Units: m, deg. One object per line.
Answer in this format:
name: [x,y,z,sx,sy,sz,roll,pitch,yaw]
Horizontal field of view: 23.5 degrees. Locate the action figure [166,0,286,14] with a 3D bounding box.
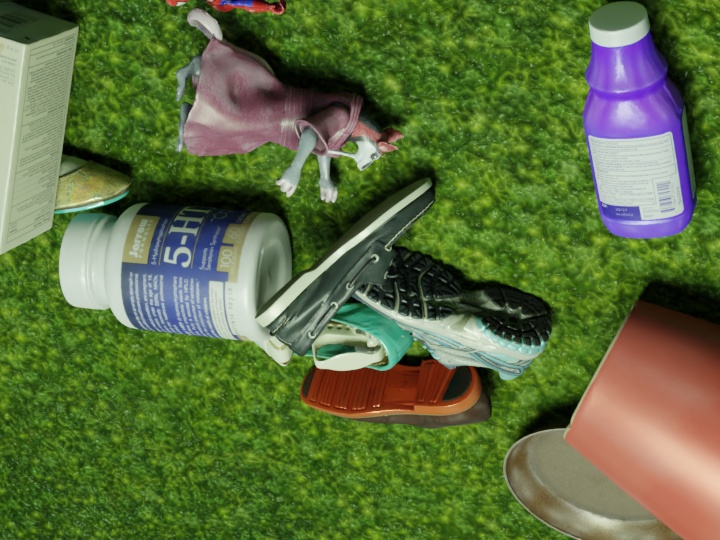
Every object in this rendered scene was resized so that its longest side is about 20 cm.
action figure: [-0.077,-0.246,1.429,0.198,0.052,0.066,-7,130,28]

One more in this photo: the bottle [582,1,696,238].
bottle: [0.223,-0.121,1.408,0.083,0.066,0.201,-2,128,21]

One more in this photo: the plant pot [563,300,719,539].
plant pot: [0.288,0.129,1.525,0.176,0.201,0.201,28,134,10]

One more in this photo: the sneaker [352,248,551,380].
sneaker: [0.072,0.051,1.606,0.198,0.078,0.087,22,137,2]

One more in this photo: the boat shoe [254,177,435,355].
boat shoe: [0.000,0.000,1.541,0.199,0.075,0.066,-41,97,-2]

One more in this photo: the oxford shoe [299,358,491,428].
oxford shoe: [0.034,0.128,1.692,0.198,0.072,0.073,2,148,30]

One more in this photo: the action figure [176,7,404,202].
action figure: [-0.059,-0.137,1.503,0.198,0.134,0.150,6,90,-1]

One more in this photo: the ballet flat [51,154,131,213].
ballet flat: [-0.312,-0.081,1.648,0.198,0.071,0.071,-11,125,28]

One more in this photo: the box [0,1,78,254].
box: [-0.317,-0.127,1.543,0.077,0.095,0.202,20,113,16]

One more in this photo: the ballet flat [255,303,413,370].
ballet flat: [-0.048,0.060,1.661,0.198,0.071,0.068,5,131,17]

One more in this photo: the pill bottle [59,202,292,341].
pill bottle: [-0.174,-0.002,1.622,0.198,0.120,0.120,5,131,16]

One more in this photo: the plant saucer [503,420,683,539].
plant saucer: [0.238,0.205,1.687,0.198,0.032,0.201,14,142,11]
